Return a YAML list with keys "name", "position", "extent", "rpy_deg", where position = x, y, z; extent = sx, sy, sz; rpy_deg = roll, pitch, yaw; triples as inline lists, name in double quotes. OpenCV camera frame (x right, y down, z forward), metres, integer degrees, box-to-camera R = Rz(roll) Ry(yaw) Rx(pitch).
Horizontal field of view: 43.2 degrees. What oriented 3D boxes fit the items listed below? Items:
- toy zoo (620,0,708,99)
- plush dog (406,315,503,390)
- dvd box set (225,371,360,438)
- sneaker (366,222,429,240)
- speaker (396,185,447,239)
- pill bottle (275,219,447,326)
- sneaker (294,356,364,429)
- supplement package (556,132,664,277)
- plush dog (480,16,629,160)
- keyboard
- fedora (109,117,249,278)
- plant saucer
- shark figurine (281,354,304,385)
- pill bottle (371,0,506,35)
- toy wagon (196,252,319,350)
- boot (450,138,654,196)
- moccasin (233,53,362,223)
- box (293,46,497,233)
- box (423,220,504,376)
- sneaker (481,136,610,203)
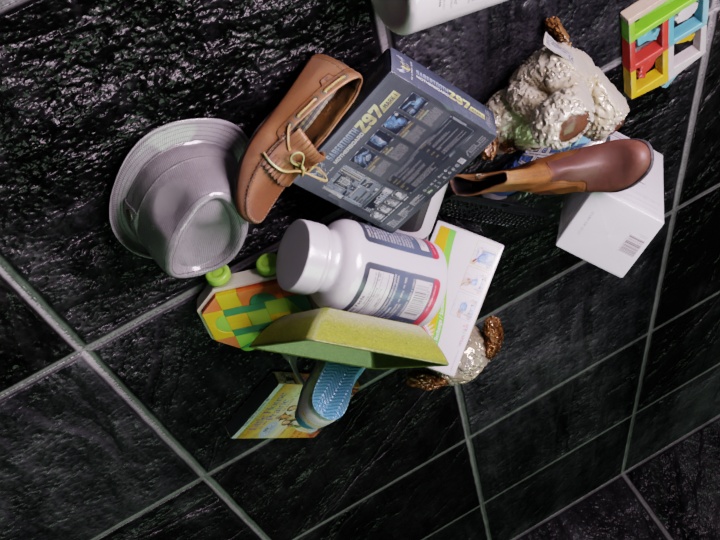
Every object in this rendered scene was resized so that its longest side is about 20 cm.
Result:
- name: "toy zoo"
  position: [0.428, -0.322, 1.279]
  extent: [0.131, 0.020, 0.200]
  rpy_deg: [-32, 147, -1]
- name: "plush dog"
  position: [0.128, 0.104, 1.431]
  extent: [0.200, 0.172, 0.161]
  rpy_deg: [-34, 147, 2]
- name: "dvd box set"
  position: [-0.111, 0.230, 1.541]
  extent: [0.200, 0.029, 0.146]
  rpy_deg: [12, 127, -49]
- name: "sneaker"
  position: [0.006, -0.029, 1.258]
  extent: [0.199, 0.078, 0.086]
  rpy_deg: [-26, 144, -11]
- name: "speaker"
  position: [0.080, -0.134, 1.177]
  extent: [0.081, 0.081, 0.200]
  rpy_deg: [-14, 144, -27]
- name: "pill bottle"
  position: [0.000, 0.000, 1.158]
  extent: [0.199, 0.120, 0.120]
  rpy_deg: [14, 127, -30]
- name: "sneaker"
  position: [-0.036, 0.142, 1.322]
  extent: [0.081, 0.076, 0.200]
  rpy_deg: [-39, -167, 48]
- name: "supplement package"
  position: [0.368, -0.106, 1.335]
  extent: [0.114, 0.109, 0.200]
  rpy_deg: [-62, -178, 39]
- name: "plush dog"
  position: [0.219, -0.210, 1.163]
  extent: [0.172, 0.161, 0.200]
  rpy_deg: [-34, 170, 36]
- name: "keyboard"
  position: [0.176, -0.073, 1.322]
  extent: [0.199, 0.040, 0.104]
  rpy_deg: [8, 166, -35]
- name: "fedora"
  position: [-0.187, -0.065, 1.028]
  extent: [0.176, 0.090, 0.200]
  rpy_deg: [-6, 139, -35]
- name: "plant saucer"
  position: [-0.016, 0.088, 1.175]
  extent: [0.199, 0.048, 0.200]
  rpy_deg: [13, 168, -26]
- name: "shark figurine"
  position: [-0.080, 0.094, 1.339]
  extent: [0.128, 0.090, 0.215]
  rpy_deg: [0, 133, -39]
- name: "pill bottle"
  position: [0.111, -0.322, 0.921]
  extent: [0.199, 0.115, 0.115]
  rpy_deg: [-22, 146, -16]
- name: "toy wagon"
  position: [-0.115, 0.042, 1.223]
  extent: [0.199, 0.040, 0.155]
  rpy_deg: [-12, 138, 5]
- name: "boot"
  position: [0.243, -0.130, 1.151]
  extent: [0.199, 0.188, 0.069]
  rpy_deg: [-6, 96, -41]
- name: "moccasin"
  position: [-0.067, -0.137, 0.990]
  extent: [0.202, 0.078, 0.074]
  rpy_deg: [-54, 152, -8]
- name: "box"
  position: [0.036, -0.145, 1.068]
  extent: [0.157, 0.051, 0.200]
  rpy_deg: [24, 132, -27]
- name: "box"
  position: [0.122, 0.044, 1.315]
  extent: [0.112, 0.101, 0.201]
  rpy_deg: [44, 67, -83]
- name: "sneaker"
  position: [0.254, -0.166, 1.309]
  extent: [0.200, 0.076, 0.077]
  rpy_deg: [-33, 111, 17]
